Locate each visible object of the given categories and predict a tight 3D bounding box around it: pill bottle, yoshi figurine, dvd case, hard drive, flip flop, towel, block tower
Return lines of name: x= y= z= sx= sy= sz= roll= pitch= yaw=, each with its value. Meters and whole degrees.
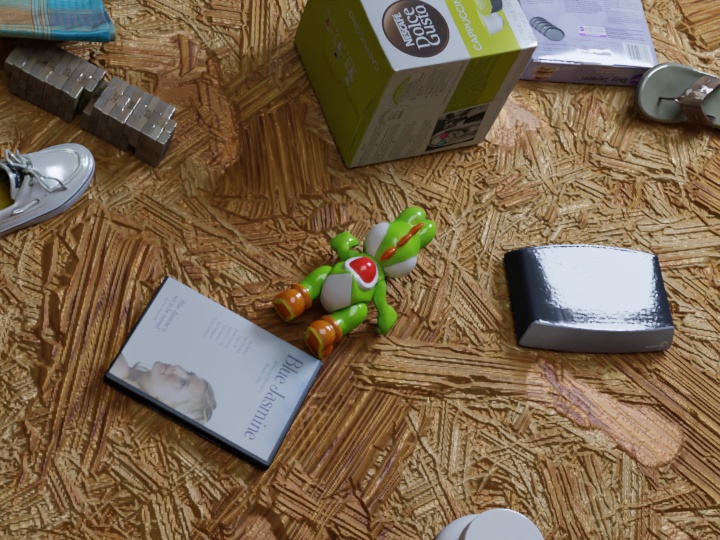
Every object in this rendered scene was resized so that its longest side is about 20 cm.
pill bottle: x=0.107 y=0.305 z=1.369 sx=0.111 sy=0.200 sz=0.113 roll=8 pitch=59 yaw=-14
yoshi figurine: x=0.001 y=0.008 z=1.581 sx=0.200 sy=0.113 sz=0.112 roll=-39 pitch=38 yaw=-17
dvd case: x=-0.155 y=0.108 z=1.501 sx=0.199 sy=0.018 sz=0.143 roll=29 pitch=56 yaw=-1
hard drive: x=0.276 y=0.030 z=1.672 sx=0.198 sy=0.042 sz=0.136 roll=3 pitch=61 yaw=-17
flip flop: x=0.454 y=-0.222 z=1.848 sx=0.199 sy=0.058 sz=0.082 roll=13 pitch=95 yaw=-16
towel: x=-0.384 y=-0.292 z=1.601 sx=0.198 sy=0.022 sz=0.147 roll=1 pitch=24 yaw=-17
block tower: x=-0.305 y=-0.195 z=1.599 sx=0.199 sy=0.058 sz=0.054 roll=29 pitch=57 yaw=-3

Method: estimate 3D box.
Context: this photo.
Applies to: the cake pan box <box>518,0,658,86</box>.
cake pan box: x=0.293 y=-0.338 z=1.879 sx=0.198 sy=0.052 sz=0.185 roll=-1 pitch=64 yaw=-18

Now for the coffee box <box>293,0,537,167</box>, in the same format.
coffee box: x=0.058 y=-0.272 z=1.674 sx=0.196 sy=0.200 sz=0.201 roll=-13 pitch=66 yaw=-24

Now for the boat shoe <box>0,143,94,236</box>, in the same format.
boat shoe: x=-0.369 y=-0.094 z=1.502 sx=0.201 sy=0.086 sz=0.075 roll=-30 pitch=74 yaw=-29
